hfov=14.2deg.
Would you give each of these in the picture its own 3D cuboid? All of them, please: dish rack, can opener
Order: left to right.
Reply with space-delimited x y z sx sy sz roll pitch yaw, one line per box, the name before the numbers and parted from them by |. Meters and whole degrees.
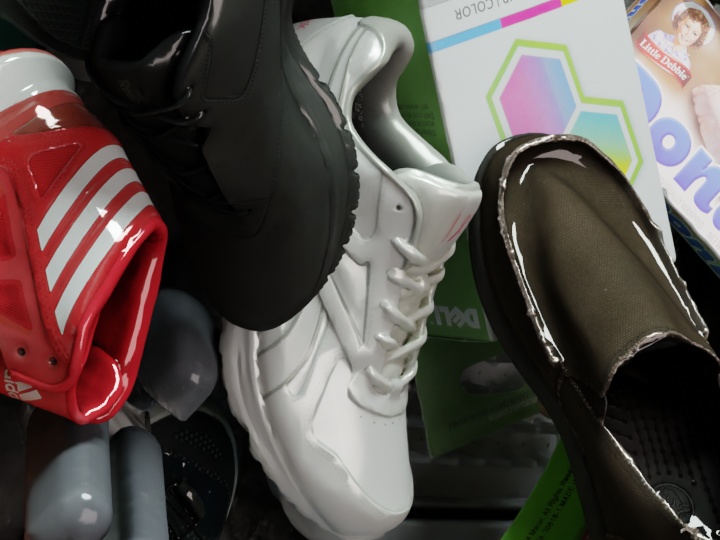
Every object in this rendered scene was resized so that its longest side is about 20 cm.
can opener | -0.082 0.051 1.015 0.067 0.200 0.053 -45 107 9
dish rack | 0.040 0.027 1.195 0.199 0.043 0.173 5 89 -38

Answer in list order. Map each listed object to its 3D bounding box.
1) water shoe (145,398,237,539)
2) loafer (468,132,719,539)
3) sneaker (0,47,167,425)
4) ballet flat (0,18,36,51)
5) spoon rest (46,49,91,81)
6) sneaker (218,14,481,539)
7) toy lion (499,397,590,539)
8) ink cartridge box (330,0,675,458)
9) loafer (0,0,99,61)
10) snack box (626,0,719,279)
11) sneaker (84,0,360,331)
water shoe | -0.095 0.134 1.075 0.072 0.079 0.200 49 65 -30
loafer | 0.102 0.030 1.049 0.073 0.071 0.201 -14 68 -22
sneaker | -0.152 0.024 0.963 0.200 0.116 0.078 -41 153 1
ballet flat | -0.180 -0.054 1.000 0.199 0.070 0.068 -26 106 -34
spoon rest | -0.036 -0.142 1.099 0.199 0.099 0.061 -31 112 -20
sneaker | 0.000 0.000 1.064 0.078 0.099 0.201 -19 99 -64
toy lion | 0.090 0.127 1.153 0.200 0.068 0.192 -55 153 -31
ink cartridge box | 0.062 -0.033 1.143 0.103 0.059 0.201 -21 106 -36
loafer | -0.129 -0.125 1.015 0.199 0.063 0.072 12 114 -26
snack box | 0.171 -0.031 1.230 0.072 0.024 0.200 -47 110 -10
sneaker | -0.055 -0.063 0.979 0.091 0.076 0.201 -42 134 -46
